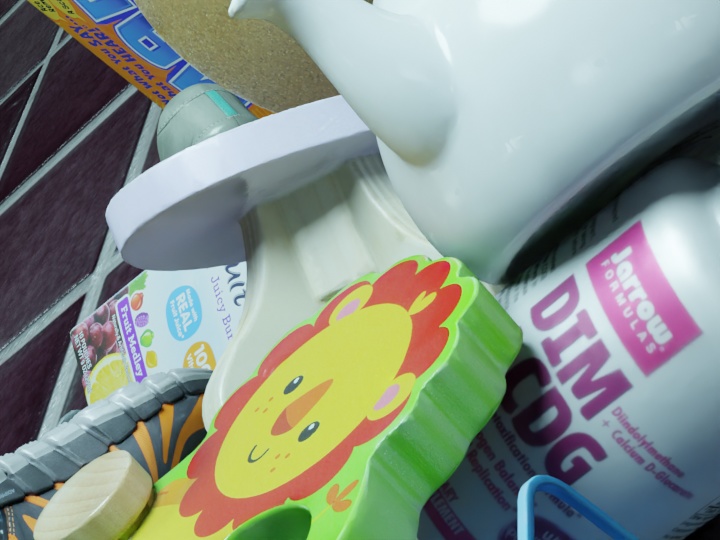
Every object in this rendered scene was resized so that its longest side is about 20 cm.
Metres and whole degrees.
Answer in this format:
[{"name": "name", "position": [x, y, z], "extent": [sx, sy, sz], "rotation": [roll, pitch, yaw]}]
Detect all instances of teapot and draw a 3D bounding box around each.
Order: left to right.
[{"name": "teapot", "position": [0.079, -0.100, 0.785], "extent": [0.197, 0.146, 0.200], "rotation": [-35, -12, 8]}]

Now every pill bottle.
[{"name": "pill bottle", "position": [0.110, 0.031, 0.757], "extent": [0.200, 0.113, 0.113], "rotation": [-41, 24, 26]}]

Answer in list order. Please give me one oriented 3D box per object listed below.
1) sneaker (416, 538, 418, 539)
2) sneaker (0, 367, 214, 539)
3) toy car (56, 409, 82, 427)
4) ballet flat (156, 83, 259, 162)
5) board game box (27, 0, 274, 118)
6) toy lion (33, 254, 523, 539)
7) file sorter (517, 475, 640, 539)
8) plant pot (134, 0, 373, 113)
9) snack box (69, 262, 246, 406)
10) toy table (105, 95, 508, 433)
[{"name": "sneaker", "position": [0.009, 0.140, 0.868], "extent": [0.105, 0.076, 0.200], "rotation": [-45, 12, 51]}, {"name": "sneaker", "position": [-0.107, 0.122, 0.914], "extent": [0.200, 0.112, 0.078], "rotation": [-29, -15, -45]}, {"name": "toy car", "position": [-0.135, 0.170, 0.974], "extent": [0.158, 0.164, 0.200], "rotation": [-22, 32, 52]}, {"name": "ballet flat", "position": [-0.075, -0.007, 1.156], "extent": [0.067, 0.200, 0.064], "rotation": [-25, 41, -27]}, {"name": "board game box", "position": [-0.082, -0.240, 1.460], "extent": [0.200, 0.200, 0.200], "rotation": [-22, 36, 52]}, {"name": "toy lion", "position": [-0.024, 0.078, 0.717], "extent": [0.192, 0.069, 0.200], "rotation": [-38, 19, 12]}, {"name": "file sorter", "position": [0.030, 0.182, 0.670], "extent": [0.200, 0.123, 0.139], "rotation": [-40, 25, 26]}, {"name": "plant pot", "position": [0.012, -0.195, 0.909], "extent": [0.200, 0.186, 0.186], "rotation": [123, 168, -45]}, {"name": "snack box", "position": [-0.057, 0.046, 1.071], "extent": [0.200, 0.053, 0.142], "rotation": [-36, 60, 32]}, {"name": "toy table", "position": [0.000, 0.000, 0.907], "extent": [0.200, 0.117, 0.184], "rotation": [-16, -17, -24]}]
